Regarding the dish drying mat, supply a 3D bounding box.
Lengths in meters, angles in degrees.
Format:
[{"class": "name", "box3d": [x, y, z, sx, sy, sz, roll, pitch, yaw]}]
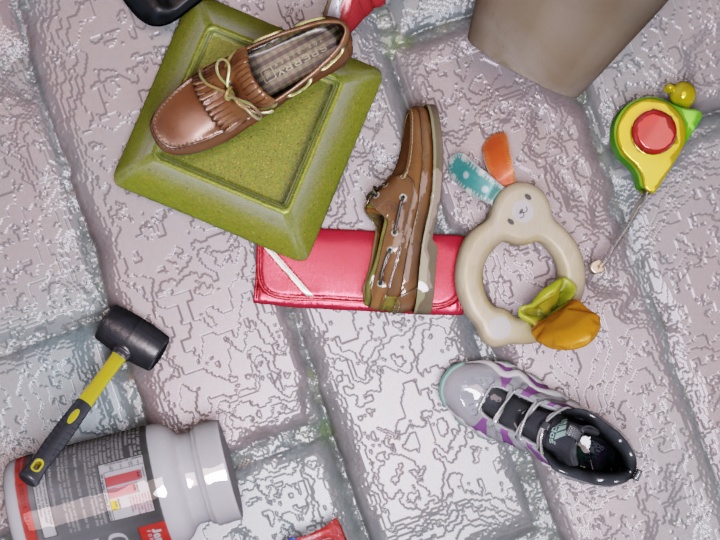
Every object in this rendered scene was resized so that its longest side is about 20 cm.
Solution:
[{"class": "dish drying mat", "box3d": [0.000, 0.000, 1.709, 0.199, 0.018, 0.077, 3, 87, -1]}]

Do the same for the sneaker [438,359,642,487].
[{"class": "sneaker", "box3d": [0.169, 0.139, 1.649, 0.200, 0.140, 0.078, 23, 88, -1]}]

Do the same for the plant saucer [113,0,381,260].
[{"class": "plant saucer", "box3d": [-0.104, -0.138, 1.686, 0.199, 0.048, 0.200, 22, 83, 0]}]

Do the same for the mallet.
[{"class": "mallet", "box3d": [-0.255, 0.110, 1.645, 0.066, 0.041, 0.200, 38, 55, 6]}]

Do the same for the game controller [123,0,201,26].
[{"class": "game controller", "box3d": [-0.147, -0.319, 1.700, 0.200, 0.042, 0.104, -38, 88, -2]}]

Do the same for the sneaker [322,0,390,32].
[{"class": "sneaker", "box3d": [0.051, -0.283, 1.691, 0.112, 0.071, 0.200, 30, 86, 3]}]

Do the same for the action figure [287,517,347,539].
[{"class": "action figure", "box3d": [-0.095, 0.313, 1.671, 0.200, 0.065, 0.099, -22, 73, -2]}]

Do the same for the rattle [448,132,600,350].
[{"class": "rattle", "box3d": [0.146, -0.029, 1.655, 0.130, 0.143, 0.201, -5, 92, 6]}]

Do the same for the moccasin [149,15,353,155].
[{"class": "moccasin", "box3d": [-0.097, -0.167, 1.625, 0.201, 0.078, 0.074, -24, 86, -4]}]

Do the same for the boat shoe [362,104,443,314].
[{"class": "boat shoe", "box3d": [0.038, -0.060, 1.676, 0.068, 0.072, 0.201, 4, 77, -4]}]

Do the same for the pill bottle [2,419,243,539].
[{"class": "pill bottle", "box3d": [-0.215, 0.205, 1.649, 0.199, 0.116, 0.116, -14, 89, -2]}]

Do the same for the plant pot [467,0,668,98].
[{"class": "plant pot", "box3d": [0.188, -0.260, 1.648, 0.200, 0.200, 0.174, 28, 103, -1]}]

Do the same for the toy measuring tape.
[{"class": "toy measuring tape", "box3d": [0.248, -0.096, 1.694, 0.073, 0.074, 0.200, 32, 88, -1]}]
